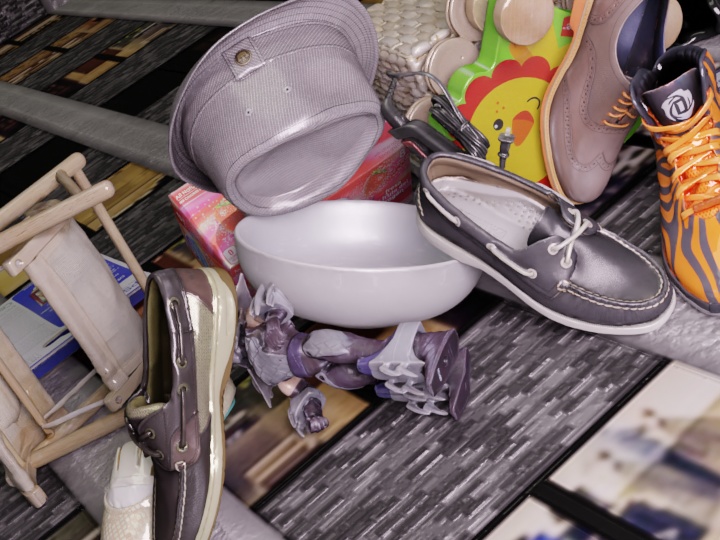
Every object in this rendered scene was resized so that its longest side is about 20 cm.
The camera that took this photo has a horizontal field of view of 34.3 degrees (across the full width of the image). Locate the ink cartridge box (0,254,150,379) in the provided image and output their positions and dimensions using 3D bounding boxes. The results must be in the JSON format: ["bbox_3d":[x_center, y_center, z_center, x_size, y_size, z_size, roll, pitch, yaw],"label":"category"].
[{"bbox_3d":[-0.313,0.061,1.173,0.197,0.047,0.199,-39,30,-23],"label":"ink cartridge box"}]

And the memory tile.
[{"bbox_3d":[0.124,-0.173,0.963,0.017,0.152,0.202,32,104,62],"label":"memory tile"}]

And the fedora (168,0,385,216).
[{"bbox_3d":[-0.051,-0.114,0.917,0.198,0.178,0.091,-28,57,-11],"label":"fedora"}]

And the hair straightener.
[{"bbox_3d":[0.090,-0.086,0.872,0.041,0.200,0.077,-29,-17,-49],"label":"hair straightener"}]

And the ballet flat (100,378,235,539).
[{"bbox_3d":[-0.153,0.135,0.870,0.067,0.063,0.201,-14,30,26],"label":"ballet flat"}]

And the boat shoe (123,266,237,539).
[{"bbox_3d":[-0.129,0.097,0.788,0.064,0.203,0.073,6,-5,-33],"label":"boat shoe"}]

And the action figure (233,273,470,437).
[{"bbox_3d":[-0.026,0.062,0.813,0.198,0.131,0.070,3,53,24],"label":"action figure"}]

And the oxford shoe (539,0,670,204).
[{"bbox_3d":[0.188,-0.134,0.886,0.070,0.202,0.073,-8,32,-21],"label":"oxford shoe"}]

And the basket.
[{"bbox_3d":[0.113,-0.191,1.076,0.197,0.162,0.200,-33,26,-7],"label":"basket"}]

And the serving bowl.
[{"bbox_3d":[0.000,0.000,0.909,0.197,0.067,0.200,3,17,-1],"label":"serving bowl"}]

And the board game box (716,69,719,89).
[{"bbox_3d":[0.356,-0.147,0.905,0.198,0.035,0.136,-27,27,2],"label":"board game box"}]

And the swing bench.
[{"bbox_3d":[-0.256,0.047,0.969,0.199,0.200,0.130,-34,27,-13],"label":"swing bench"}]

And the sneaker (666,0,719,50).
[{"bbox_3d":[0.278,-0.250,1.120,0.199,0.070,0.100,1,41,45],"label":"sneaker"}]

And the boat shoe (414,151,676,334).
[{"bbox_3d":[0.124,-0.023,0.800,0.199,0.061,0.074,31,64,25],"label":"boat shoe"}]

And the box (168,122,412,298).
[{"bbox_3d":[-0.059,-0.067,1.051,0.199,0.095,0.103,-35,63,-14],"label":"box"}]

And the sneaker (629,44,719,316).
[{"bbox_3d":[0.220,-0.071,0.785,0.077,0.112,0.202,-20,45,18],"label":"sneaker"}]

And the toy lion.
[{"bbox_3d":[0.150,-0.136,0.946,0.198,0.194,0.069,-3,22,-24],"label":"toy lion"}]
